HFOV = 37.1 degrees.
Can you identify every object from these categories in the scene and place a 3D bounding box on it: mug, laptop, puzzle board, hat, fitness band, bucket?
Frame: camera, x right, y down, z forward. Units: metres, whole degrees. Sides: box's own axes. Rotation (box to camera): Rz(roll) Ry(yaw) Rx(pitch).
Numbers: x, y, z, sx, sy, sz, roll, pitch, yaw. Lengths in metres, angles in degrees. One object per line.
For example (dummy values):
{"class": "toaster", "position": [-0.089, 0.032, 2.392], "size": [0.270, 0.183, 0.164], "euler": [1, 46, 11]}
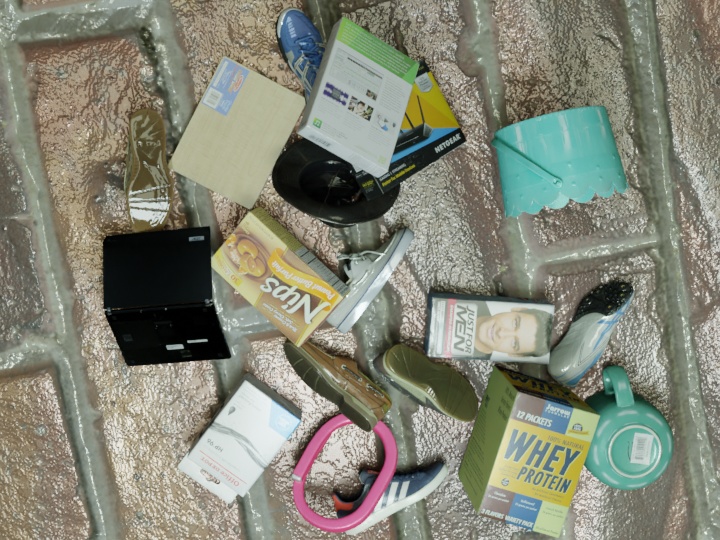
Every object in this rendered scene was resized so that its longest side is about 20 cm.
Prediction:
{"class": "mug", "position": [0.422, 0.268, 1.750], "size": [0.152, 0.114, 0.185], "euler": [-40, 98, 2]}
{"class": "laptop", "position": [-0.307, 0.045, 1.705], "size": [0.177, 0.103, 0.200], "euler": [-5, 132, 8]}
{"class": "puzzle board", "position": [-0.195, -0.218, 1.707], "size": [0.151, 0.017, 0.200], "euler": [27, 94, -5]}
{"class": "hat", "position": [-0.041, -0.121, 1.688], "size": [0.200, 0.201, 0.081], "euler": [6, 141, -4]}
{"class": "fitness band", "position": [-0.025, 0.323, 1.729], "size": [0.144, 0.037, 0.200], "euler": [26, 69, 15]}
{"class": "bucket", "position": [0.303, -0.166, 1.652], "size": [0.207, 0.207, 0.135], "euler": [-12, 88, -2]}

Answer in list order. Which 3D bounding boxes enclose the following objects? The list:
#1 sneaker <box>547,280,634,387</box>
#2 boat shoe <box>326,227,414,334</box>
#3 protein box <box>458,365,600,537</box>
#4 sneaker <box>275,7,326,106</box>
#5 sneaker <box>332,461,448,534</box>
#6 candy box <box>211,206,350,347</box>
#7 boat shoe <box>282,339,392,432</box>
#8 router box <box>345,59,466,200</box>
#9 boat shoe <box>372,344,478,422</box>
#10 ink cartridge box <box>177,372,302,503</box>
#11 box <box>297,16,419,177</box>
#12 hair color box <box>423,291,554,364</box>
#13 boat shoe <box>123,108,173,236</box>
{"class": "sneaker", "position": [0.382, 0.103, 1.760], "size": [0.200, 0.072, 0.072], "euler": [-52, 131, -3]}
{"class": "boat shoe", "position": [0.000, 0.000, 1.721], "size": [0.086, 0.075, 0.202], "euler": [36, 103, -3]}
{"class": "protein box", "position": [0.262, 0.281, 1.701], "size": [0.135, 0.199, 0.200], "euler": [17, 95, -5]}
{"class": "sneaker", "position": [-0.065, -0.317, 1.663], "size": [0.076, 0.077, 0.200], "euler": [-31, 102, -18]}
{"class": "sneaker", "position": [0.045, 0.352, 1.762], "size": [0.200, 0.075, 0.085], "euler": [-29, 89, -4]}
{"class": "candy box", "position": [-0.128, 0.010, 1.690], "size": [0.200, 0.055, 0.115], "euler": [42, 111, 1]}
{"class": "boat shoe", "position": [-0.037, 0.173, 1.743], "size": [0.200, 0.072, 0.068], "euler": [44, 61, 2]}
{"class": "router box", "position": [0.054, -0.218, 1.653], "size": [0.200, 0.051, 0.149], "euler": [-35, 99, -34]}
{"class": "boat shoe", "position": [0.106, 0.185, 1.749], "size": [0.201, 0.066, 0.072], "euler": [34, 64, -25]}
{"class": "ink cartridge box", "position": [-0.199, 0.282, 1.741], "size": [0.116, 0.068, 0.200], "euler": [36, 94, -6]}
{"class": "box", "position": [0.000, -0.255, 1.576], "size": [0.144, 0.036, 0.200], "euler": [28, 65, -23]}
{"class": "hair color box", "position": [0.208, 0.093, 1.745], "size": [0.200, 0.061, 0.099], "euler": [4, 97, -4]}
{"class": "boat shoe", "position": [-0.335, -0.155, 1.690], "size": [0.073, 0.063, 0.200], "euler": [1, 100, -19]}
